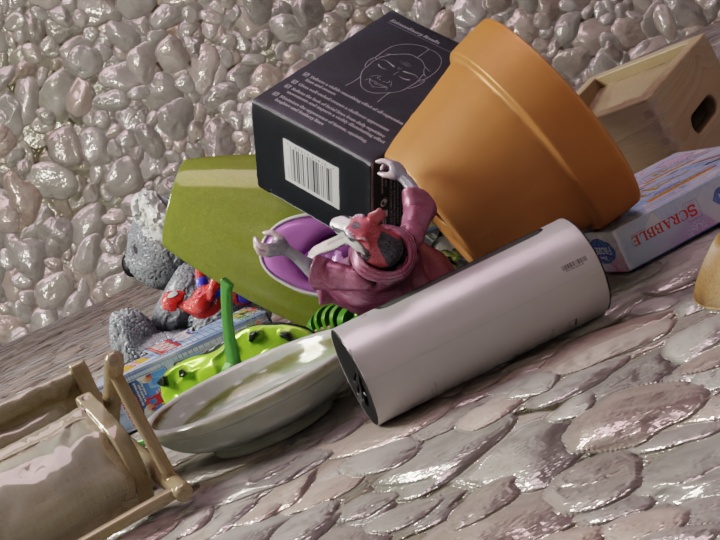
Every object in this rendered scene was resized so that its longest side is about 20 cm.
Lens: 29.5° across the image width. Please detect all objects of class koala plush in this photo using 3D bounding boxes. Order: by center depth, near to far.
[{"bbox_3d":[-0.214,-0.002,1.646,0.184,0.200,0.177,-20,-7,12],"label":"koala plush"}]

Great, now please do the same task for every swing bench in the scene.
[{"bbox_3d":[-0.260,0.162,1.044,0.199,0.130,0.200,-27,3,-20],"label":"swing bench"}]

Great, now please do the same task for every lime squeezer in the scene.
[{"bbox_3d":[-0.144,0.108,1.251,0.200,0.071,0.038,-59,2,22],"label":"lime squeezer"}]

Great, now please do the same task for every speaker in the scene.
[{"bbox_3d":[0.081,0.038,1.015,0.200,0.081,0.081,-26,8,-10],"label":"speaker"}]

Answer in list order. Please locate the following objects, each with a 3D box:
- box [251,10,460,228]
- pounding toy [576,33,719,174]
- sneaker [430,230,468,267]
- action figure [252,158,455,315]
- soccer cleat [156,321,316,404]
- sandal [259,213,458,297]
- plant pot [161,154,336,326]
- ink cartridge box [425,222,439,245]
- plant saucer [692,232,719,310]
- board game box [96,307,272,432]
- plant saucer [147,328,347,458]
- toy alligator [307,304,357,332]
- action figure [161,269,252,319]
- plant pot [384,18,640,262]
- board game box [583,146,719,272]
[{"bbox_3d":[0.021,-0.134,1.279,0.148,0.107,0.200,31,52,30],"label":"box"},{"bbox_3d":[0.331,-0.153,1.481,0.184,0.142,0.200,-17,21,45],"label":"pounding toy"},{"bbox_3d":[0.110,-0.038,1.303,0.085,0.074,0.200,-64,11,-5],"label":"sneaker"},{"bbox_3d":[0.013,0.004,1.059,0.134,0.149,0.200,-35,-10,-3],"label":"action figure"},{"bbox_3d":[-0.106,0.090,1.306,0.200,0.068,0.081,-20,-4,34],"label":"soccer cleat"},{"bbox_3d":[0.002,-0.007,1.262,0.203,0.083,0.050,13,-1,12],"label":"sandal"},{"bbox_3d":[-0.092,-0.043,1.383,0.200,0.187,0.187,14,9,-1],"label":"plant pot"},{"bbox_3d":[0.056,-0.074,1.493,0.200,0.198,0.047,-15,46,51],"label":"ink cartridge box"},{"bbox_3d":[0.317,-0.031,0.934,0.200,0.035,0.200,-24,8,3],"label":"plant saucer"},{"bbox_3d":[-0.198,0.107,1.466,0.200,0.062,0.200,-25,8,-15],"label":"board game box"},{"bbox_3d":[-0.080,0.109,1.129,0.200,0.050,0.200,-23,8,3],"label":"plant saucer"},{"bbox_3d":[-0.001,0.054,1.251,0.059,0.054,0.200,-29,9,-31],"label":"toy alligator"},{"bbox_3d":[-0.127,0.001,1.536,0.200,0.099,0.065,-9,-11,-8],"label":"action figure"},{"bbox_3d":[0.115,-0.089,1.141,0.140,0.200,0.200,-40,8,-1],"label":"plant pot"},{"bbox_3d":[0.268,-0.058,1.246,0.200,0.041,0.200,-27,8,-15],"label":"board game box"}]
